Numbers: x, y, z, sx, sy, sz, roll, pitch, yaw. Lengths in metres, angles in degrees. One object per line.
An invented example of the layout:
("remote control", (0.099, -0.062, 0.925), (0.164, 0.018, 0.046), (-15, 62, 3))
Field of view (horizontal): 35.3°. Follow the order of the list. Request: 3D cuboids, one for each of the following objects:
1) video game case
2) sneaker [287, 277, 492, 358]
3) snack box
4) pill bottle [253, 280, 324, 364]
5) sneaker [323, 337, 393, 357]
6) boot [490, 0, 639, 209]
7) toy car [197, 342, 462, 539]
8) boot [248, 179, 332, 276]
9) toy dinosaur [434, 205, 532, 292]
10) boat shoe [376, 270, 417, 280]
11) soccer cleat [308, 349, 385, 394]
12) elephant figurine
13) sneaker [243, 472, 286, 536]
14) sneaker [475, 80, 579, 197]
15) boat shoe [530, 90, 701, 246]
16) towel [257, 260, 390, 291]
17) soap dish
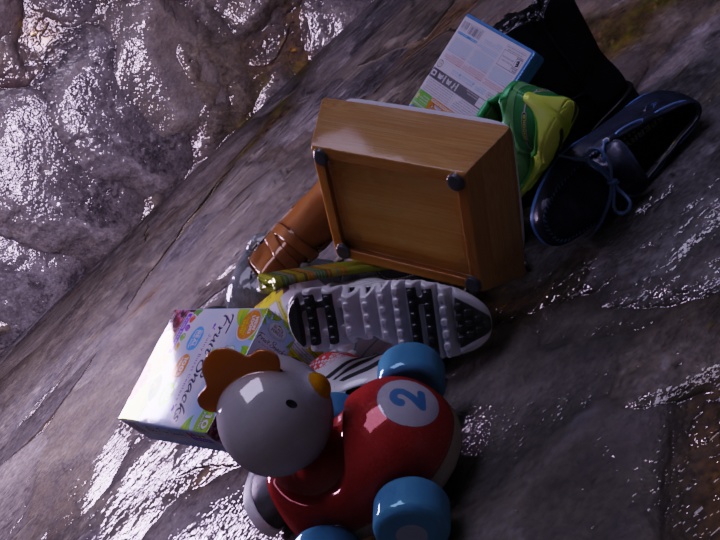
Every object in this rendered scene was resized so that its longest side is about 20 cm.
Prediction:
("video game case", (0.093, -0.156, 1.167), (0.202, 0.018, 0.143), (-57, 35, 10))
("sneaker", (0.032, 0.036, 1.068), (0.196, 0.077, 0.081), (4, 16, 23))
("snack box", (-0.165, 0.112, 1.202), (0.198, 0.053, 0.144), (-2, 57, 52))
("pill bottle", (-0.109, 0.102, 1.299), (0.199, 0.109, 0.110), (-39, 18, 14))
("sneaker", (0.023, 0.066, 1.144), (0.199, 0.081, 0.071), (-22, 25, 47))
("boot", (0.186, -0.189, 1.218), (0.200, 0.168, 0.076), (-44, 16, -1))
("toy car", (-0.037, 0.121, 0.901), (0.176, 0.200, 0.186), (-34, 30, 25))
("boot", (-0.057, -0.052, 1.238), (0.155, 0.077, 0.200), (-42, 8, -10))
("toy dinosaur", (0.125, -0.008, 1.148), (0.199, 0.048, 0.088), (-39, 11, 3))
("boat shoe", (0.078, -0.036, 1.245), (0.199, 0.074, 0.065), (-31, 4, 42))
("soccer cleat", (-0.012, 0.121, 1.109), (0.198, 0.069, 0.085), (-13, 22, 50))
("elephant figurine", (-0.073, 0.026, 1.384), (0.199, 0.140, 0.158), (17, 87, 54))
("sneaker", (-0.061, 0.167, 1.121), (0.099, 0.071, 0.201), (-36, 25, 16))
("sneaker", (0.148, -0.128, 1.063), (0.075, 0.083, 0.200), (-53, -6, -15))
("boat shoe", (0.237, -0.104, 1.056), (0.201, 0.084, 0.068), (-49, 21, -11))
("towel", (0.000, 0.000, 1.123), (0.196, 0.018, 0.086), (-8, 6, -16))
("soap dish", (0.051, -0.069, 1.046), (0.197, 0.159, 0.081), (14, 43, 31))
